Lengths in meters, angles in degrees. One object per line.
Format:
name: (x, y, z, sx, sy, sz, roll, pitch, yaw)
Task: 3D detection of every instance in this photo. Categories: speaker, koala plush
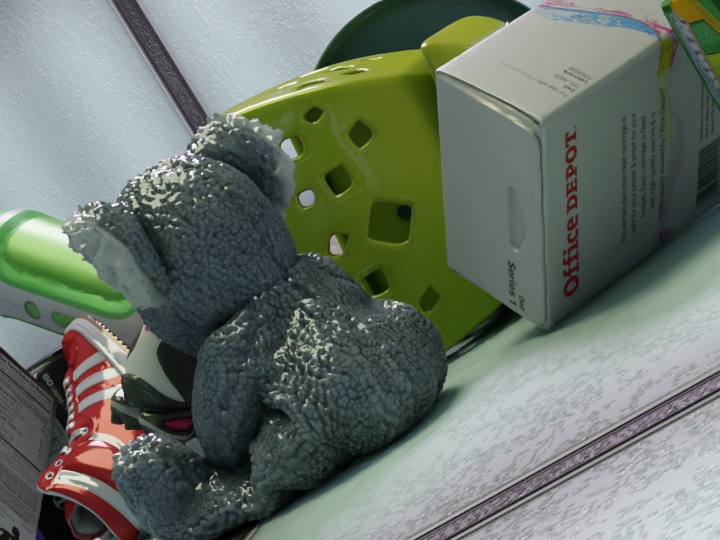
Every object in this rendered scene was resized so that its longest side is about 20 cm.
speaker: (-0.195, 0.013, 1.632, 0.199, 0.089, 0.088, 17, 34, 31)
koala plush: (-0.065, 0.019, 1.225, 0.177, 0.200, 0.184, -34, 5, -40)

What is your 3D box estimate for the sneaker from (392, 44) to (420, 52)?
sneaker: (0.092, -0.105, 1.597, 0.078, 0.200, 0.090, -40, 21, 17)

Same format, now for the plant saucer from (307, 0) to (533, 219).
plant saucer: (0.060, -0.101, 1.527, 0.200, 0.200, 0.027, -31, 15, 13)

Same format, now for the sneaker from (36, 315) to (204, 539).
sneaker: (-0.173, 0.107, 1.459, 0.113, 0.071, 0.200, -47, 36, -7)

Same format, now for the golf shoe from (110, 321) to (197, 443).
golf shoe: (-0.067, 0.054, 1.366, 0.077, 0.088, 0.200, 18, 14, 31)

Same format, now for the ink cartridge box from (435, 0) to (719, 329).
ink cartridge box: (0.140, -0.084, 1.245, 0.200, 0.145, 0.084, -34, 47, -29)

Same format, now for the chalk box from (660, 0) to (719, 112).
chalk box: (0.239, -0.116, 1.127, 0.124, 0.125, 0.200, -31, 3, 0)

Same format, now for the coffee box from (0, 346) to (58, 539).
coffee box: (-0.279, 0.154, 1.495, 0.113, 0.080, 0.200, -31, 33, 22)

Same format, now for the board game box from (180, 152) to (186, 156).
board game box: (-0.089, -0.007, 1.767, 0.120, 0.200, 0.032, -35, 6, -31)

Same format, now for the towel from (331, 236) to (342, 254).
towel: (0.000, 0.000, 1.649, 0.200, 0.034, 0.133, -30, 45, 44)

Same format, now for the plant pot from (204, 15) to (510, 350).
plant pot: (0.038, -0.051, 1.411, 0.181, 0.201, 0.199, -25, 5, 16)

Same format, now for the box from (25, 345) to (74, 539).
box: (-0.210, 0.120, 1.686, 0.106, 0.123, 0.200, -30, 5, 23)
